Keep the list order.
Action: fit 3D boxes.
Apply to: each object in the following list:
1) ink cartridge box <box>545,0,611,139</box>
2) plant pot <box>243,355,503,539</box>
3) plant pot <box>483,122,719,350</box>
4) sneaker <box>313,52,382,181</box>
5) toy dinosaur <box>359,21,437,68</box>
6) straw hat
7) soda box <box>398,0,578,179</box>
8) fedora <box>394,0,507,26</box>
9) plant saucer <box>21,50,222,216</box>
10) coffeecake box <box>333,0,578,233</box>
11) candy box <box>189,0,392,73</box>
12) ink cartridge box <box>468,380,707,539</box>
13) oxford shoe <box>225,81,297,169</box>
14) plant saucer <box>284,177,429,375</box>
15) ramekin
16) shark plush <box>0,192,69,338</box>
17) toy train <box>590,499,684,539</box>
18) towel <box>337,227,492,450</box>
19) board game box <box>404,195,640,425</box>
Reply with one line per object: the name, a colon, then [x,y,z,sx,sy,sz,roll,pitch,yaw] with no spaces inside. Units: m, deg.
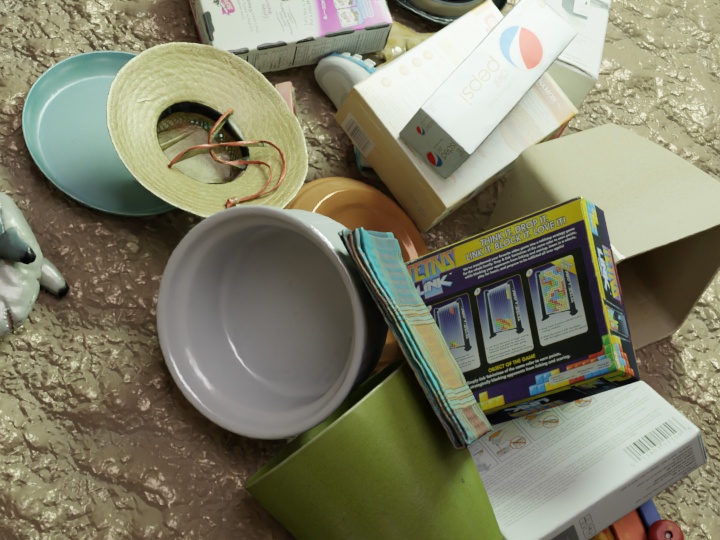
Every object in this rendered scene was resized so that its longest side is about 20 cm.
ink cartridge box: [0.218,-0.256,1.496,0.084,0.146,0.201,22,53,-6]
plant pot: [0.035,0.204,1.121,0.187,0.187,0.200,-38,89,-36]
plant pot: [0.242,-0.033,1.343,0.199,0.200,0.178,-17,57,-30]
sneaker: [0.015,-0.148,1.394,0.200,0.075,0.087,44,59,10]
toy dinosaur: [0.056,-0.244,1.480,0.199,0.058,0.102,-15,64,-29]
straw hat: [-0.156,-0.111,1.259,0.199,0.085,0.203,11,60,-19]
soda box: [0.128,-0.185,1.296,0.068,0.064,0.200,42,62,-2]
fedora: [0.108,-0.386,1.564,0.199,0.092,0.202,10,52,-14]
plant saucer: [-0.237,-0.133,1.310,0.198,0.027,0.201,10,55,-15]
coffeecake box: [0.100,-0.161,1.353,0.200,0.073,0.154,-36,85,-26]
candy box: [-0.080,-0.291,1.421,0.198,0.061,0.137,-12,71,-15]
ink cartridge box: [0.185,0.166,1.209,0.199,0.044,0.174,-30,35,-10]
oxford shoe: [-0.101,-0.100,1.329,0.073,0.071,0.201,-2,57,2]
plant saucer: [0.000,0.000,1.273,0.199,0.037,0.202,16,61,-32]
ramekin: [-0.070,0.040,1.159,0.201,0.201,0.098,46,22,12]
shark plush: [-0.346,-0.035,1.181,0.083,0.091,0.201,-33,78,-3]
toy train: [0.235,0.271,1.208,0.115,0.085,0.201,-13,64,-17]
towel: [0.052,0.054,1.111,0.022,0.147,0.201,-30,82,11]
board game box: [0.140,0.046,1.200,0.057,0.199,0.167,23,54,-52]
